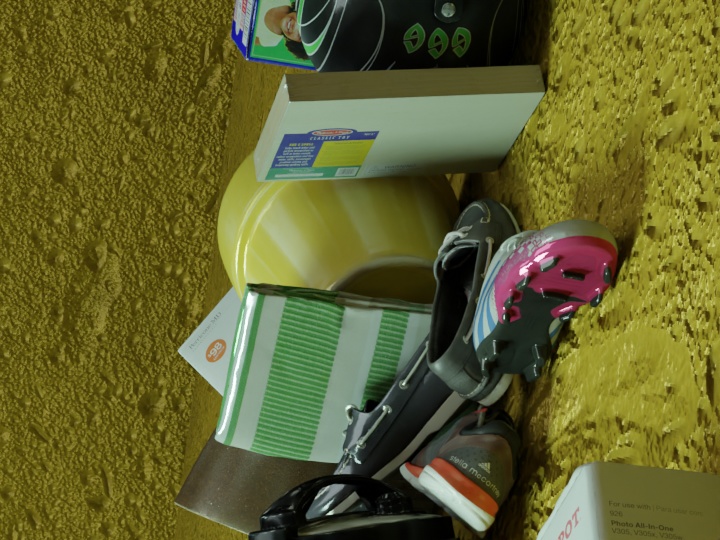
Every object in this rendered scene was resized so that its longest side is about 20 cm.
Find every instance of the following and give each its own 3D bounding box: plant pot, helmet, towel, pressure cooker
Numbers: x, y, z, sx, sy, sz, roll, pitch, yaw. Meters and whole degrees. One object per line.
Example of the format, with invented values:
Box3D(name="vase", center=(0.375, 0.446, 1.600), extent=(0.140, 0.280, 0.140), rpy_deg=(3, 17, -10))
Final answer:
Box3D(name="plant pot", center=(0.000, 0.000, 1.575), extent=(0.189, 0.200, 0.202), rpy_deg=(-119, 36, -56))
Box3D(name="plant pot", center=(-0.053, 0.157, 1.831), extent=(0.187, 0.186, 0.201), rpy_deg=(171, 120, -79))
Box3D(name="helmet", center=(0.039, -0.214, 1.524), extent=(0.191, 0.199, 0.201), rpy_deg=(106, 166, -46))
Box3D(name="towel", center=(-0.004, 0.082, 1.492), extent=(0.023, 0.199, 0.153), rpy_deg=(-111, 30, -59))
Box3D(name="pressure cooker", center=(-0.003, 0.245, 1.384), extent=(0.176, 0.178, 0.201), rpy_deg=(123, 139, -80))

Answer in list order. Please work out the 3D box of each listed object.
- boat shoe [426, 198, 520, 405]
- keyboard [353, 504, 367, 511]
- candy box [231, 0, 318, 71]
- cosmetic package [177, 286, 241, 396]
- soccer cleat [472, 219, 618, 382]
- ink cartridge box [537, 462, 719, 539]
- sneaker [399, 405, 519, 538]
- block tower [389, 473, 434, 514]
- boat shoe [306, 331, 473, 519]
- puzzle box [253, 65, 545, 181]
Box3D(name="boat shoe", center=(0.080, 0.010, 1.430), extent=(0.067, 0.057, 0.201), rpy_deg=(-46, 28, 35))
Box3D(name="keyboard", center=(0.031, 0.264, 1.578), extent=(0.104, 0.039, 0.201), rpy_deg=(167, 92, -73))
Box3D(name="candy box", center=(-0.006, -0.214, 1.710), extent=(0.169, 0.199, 0.077), rpy_deg=(-120, 38, -74))
Box3D(name="cosmetic package", center=(-0.055, 0.043, 1.772), extent=(0.200, 0.052, 0.151), rpy_deg=(-49, 41, -3))
Box3D(name="soccer cleat", center=(0.114, 0.000, 1.280), extent=(0.200, 0.069, 0.087), rpy_deg=(117, 158, -61))
Box3D(name="ink cartridge box", center=(0.134, 0.216, 0.950), extent=(0.146, 0.087, 0.201), rpy_deg=(111, 161, -50))
Box3D(name="sneaker", center=(0.085, 0.140, 1.402), extent=(0.082, 0.077, 0.200), rpy_deg=(-52, 2, -6))
Box3D(name="block tower", center=(0.032, 0.180, 1.629), extent=(0.058, 0.054, 0.201), rpy_deg=(-95, 16, -52))
Box3D(name="boat shoe", center=(0.021, 0.118, 1.481), extent=(0.200, 0.063, 0.073), rpy_deg=(-45, -10, 19))
Box3D(name="puzzle box", center=(0.026, -0.111, 1.472), extent=(0.133, 0.199, 0.026), rpy_deg=(121, 143, -63))
